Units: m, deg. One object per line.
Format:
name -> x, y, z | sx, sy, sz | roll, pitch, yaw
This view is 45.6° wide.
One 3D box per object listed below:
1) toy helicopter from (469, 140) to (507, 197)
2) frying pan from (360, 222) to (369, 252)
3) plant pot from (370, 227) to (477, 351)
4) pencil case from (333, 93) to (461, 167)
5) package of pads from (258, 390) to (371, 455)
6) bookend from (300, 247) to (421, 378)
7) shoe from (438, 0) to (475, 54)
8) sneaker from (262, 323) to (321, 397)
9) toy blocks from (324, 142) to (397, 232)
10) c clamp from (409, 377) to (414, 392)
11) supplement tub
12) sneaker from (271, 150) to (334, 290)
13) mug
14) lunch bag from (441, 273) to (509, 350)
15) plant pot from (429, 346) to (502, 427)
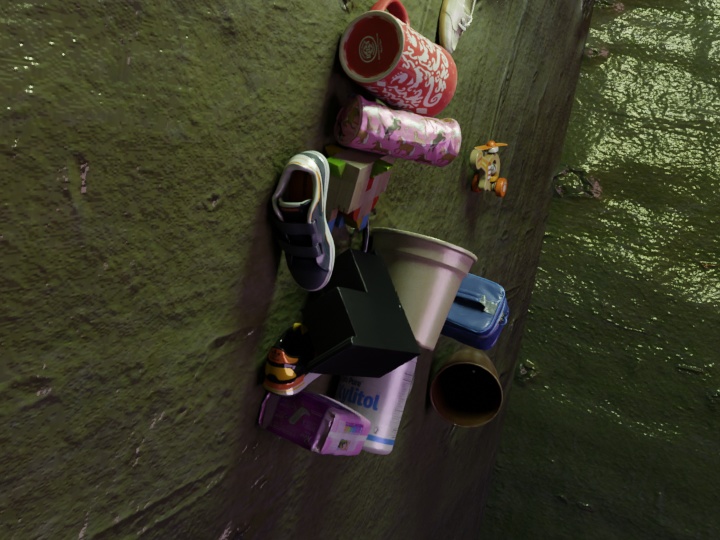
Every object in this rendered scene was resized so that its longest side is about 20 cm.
toy helicopter -> 0.306, -0.262, 2.082 | 0.200, 0.079, 0.133 | 16, 88, -66
frying pan -> 0.003, 0.011, 1.474 | 0.115, 0.031, 0.191 | -106, -164, -56
plant pot -> 0.090, 0.041, 1.540 | 0.200, 0.199, 0.184 | 30, 75, -69
pencil case -> 0.061, -0.215, 1.329 | 0.199, 0.083, 0.087 | 9, 72, -28
package of pads -> -0.069, 0.243, 1.376 | 0.076, 0.120, 0.200 | -68, 159, -5
bookend -> -0.023, 0.056, 1.336 | 0.200, 0.092, 0.200 | 13, 49, -56
shoe -> 0.193, -0.515, 1.652 | 0.070, 0.053, 0.201 | -11, 114, -67
sneaker -> -0.081, 0.115, 1.332 | 0.200, 0.070, 0.090 | -40, 142, -55
toy blocks -> -0.009, -0.124, 1.358 | 0.200, 0.100, 0.137 | -37, 149, -59
c clamp -> 0.084, 0.263, 1.915 | 0.200, 0.027, 0.172 | -46, 144, -52
supplement tub -> 0.021, 0.227, 1.583 | 0.132, 0.131, 0.201 | 30, 75, -69
sneaker -> -0.084, -0.064, 1.203 | 0.079, 0.078, 0.201 | -33, 123, -67
mug -> 0.043, -0.334, 1.339 | 0.133, 0.178, 0.200 | -42, 161, 17
lunch bag -> 0.249, 0.088, 1.985 | 0.136, 0.199, 0.132 | -63, 154, -17
plant pot -> 0.287, 0.284, 2.279 | 0.200, 0.186, 0.188 | -64, 161, -67
